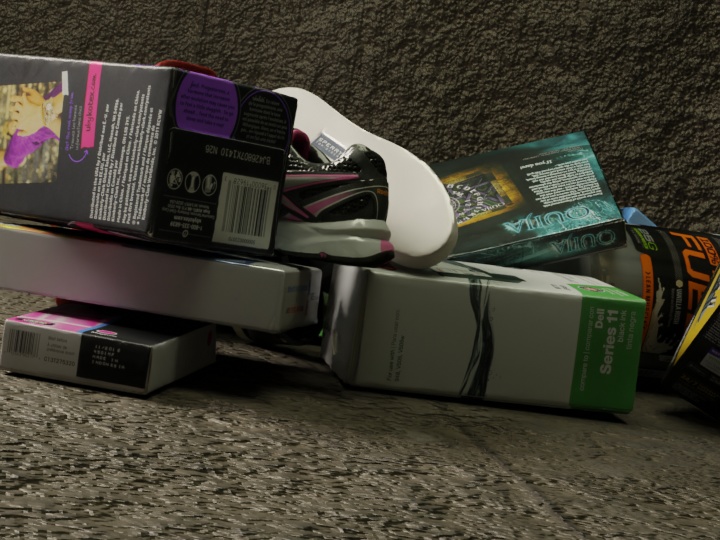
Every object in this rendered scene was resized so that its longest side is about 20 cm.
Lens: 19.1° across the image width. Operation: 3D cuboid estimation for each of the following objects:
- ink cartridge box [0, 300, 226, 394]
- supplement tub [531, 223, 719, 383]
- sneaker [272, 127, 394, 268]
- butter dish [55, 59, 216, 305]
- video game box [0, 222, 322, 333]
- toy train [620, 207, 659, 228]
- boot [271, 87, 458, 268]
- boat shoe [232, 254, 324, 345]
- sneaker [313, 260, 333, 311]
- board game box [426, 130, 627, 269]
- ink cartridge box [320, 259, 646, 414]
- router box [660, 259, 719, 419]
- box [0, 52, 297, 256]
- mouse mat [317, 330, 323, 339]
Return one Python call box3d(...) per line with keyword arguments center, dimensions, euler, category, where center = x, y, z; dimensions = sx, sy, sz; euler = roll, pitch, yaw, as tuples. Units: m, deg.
box3d(center=(-0.152, 0.045, 1.365), dimensions=(0.094, 0.037, 0.200), euler=(9, 4, 10), category="ink cartridge box")
box3d(center=(0.238, 0.028, 1.672), dimensions=(0.199, 0.123, 0.122), euler=(5, 6, -22), category="supplement tub")
box3d(center=(-0.060, -0.053, 1.431), dimensions=(0.199, 0.087, 0.080), euler=(6, -3, 27), category="sneaker")
box3d(center=(-0.119, -0.044, 1.616), dimensions=(0.147, 0.200, 0.200), euler=(24, 6, 9), category="butter dish")
box3d(center=(-0.134, 0.004, 1.407), dimensions=(0.199, 0.047, 0.182), euler=(9, -1, 6), category="video game box")
box3d(center=(0.226, 0.001, 1.797), dimensions=(0.200, 0.087, 0.114), euler=(40, -19, -19), category="toy train")
box3d(center=(0.003, -0.047, 1.502), dimensions=(0.200, 0.073, 0.090), euler=(44, -17, 36), category="boot")
box3d(center=(-0.078, -0.036, 1.521), dimensions=(0.063, 0.202, 0.074), euler=(7, 35, 44), category="boat shoe")
box3d(center=(0.000, 0.000, 1.676), dimensions=(0.199, 0.083, 0.072), euler=(17, 7, 8), category="sneaker")
box3d(center=(0.090, -0.042, 1.623), dimensions=(0.199, 0.028, 0.135), euler=(-12, 35, -1), category="board game box")
box3d(center=(0.081, 0.041, 1.497), dimensions=(0.199, 0.083, 0.147), euler=(6, 6, -11), category="ink cartridge box")
box3d(center=(0.298, -0.011, 1.538), dimensions=(0.052, 0.157, 0.200), euler=(31, 44, 3), category="router box")
box3d(center=(-0.157, -0.076, 1.371), dimensions=(0.200, 0.106, 0.122), euler=(10, 0, 39), category="box")
box3d(center=(-0.039, 0.041, 1.709), dimensions=(0.160, 0.008, 0.200), euler=(7, 6, -14), category="mouse mat")
